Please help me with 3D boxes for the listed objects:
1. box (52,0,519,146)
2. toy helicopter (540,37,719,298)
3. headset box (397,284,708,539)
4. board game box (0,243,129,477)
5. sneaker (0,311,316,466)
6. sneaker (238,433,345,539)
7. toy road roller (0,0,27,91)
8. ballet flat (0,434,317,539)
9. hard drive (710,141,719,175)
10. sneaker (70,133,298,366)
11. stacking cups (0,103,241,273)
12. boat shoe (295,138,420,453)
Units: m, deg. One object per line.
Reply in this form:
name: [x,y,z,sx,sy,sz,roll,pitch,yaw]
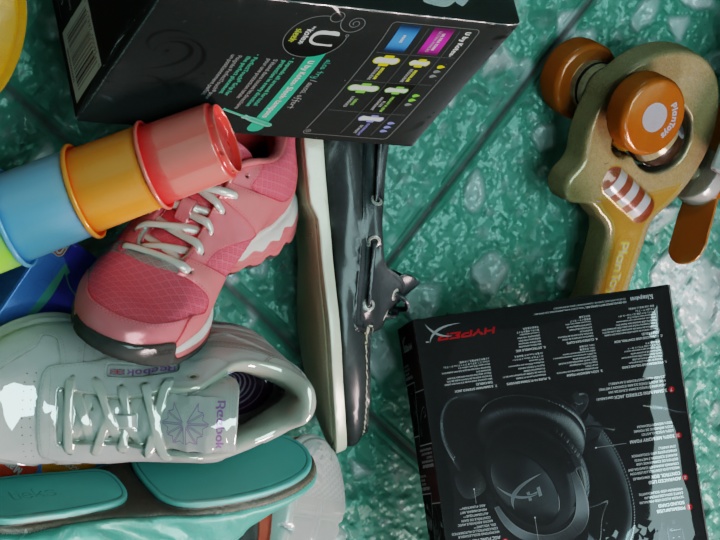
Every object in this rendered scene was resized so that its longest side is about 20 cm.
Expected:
box: [-0.045,-0.160,1.430,0.200,0.124,0.149,2,59,-29]
toy helicopter: [0.160,-0.036,1.645,0.132,0.079,0.200,2,110,-38]
headset box: [0.110,0.118,1.576,0.149,0.077,0.200,-9,86,-6]
board game box: [-0.170,0.096,1.492,0.152,0.045,0.200,37,82,-29]
sneaker: [-0.116,0.062,1.432,0.200,0.100,0.075,-6,104,-27]
sneaker: [-0.074,0.178,1.519,0.077,0.082,0.200,60,43,-42]
toy road roller: [-0.255,-0.131,1.340,0.200,0.146,0.123,9,95,-30]
ballet flat: [-0.119,0.132,1.472,0.200,0.067,0.070,-8,126,-27]
hard drive: [0.278,-0.134,1.673,0.132,0.026,0.200,25,86,-56]
sneaker: [-0.089,-0.027,1.447,0.200,0.074,0.087,-52,159,-52]
stacking cups: [-0.159,-0.035,1.405,0.200,0.061,0.061,-22,114,13]
boat shoe: [-0.001,-0.001,1.550,0.066,0.074,0.200,-8,95,-15]
